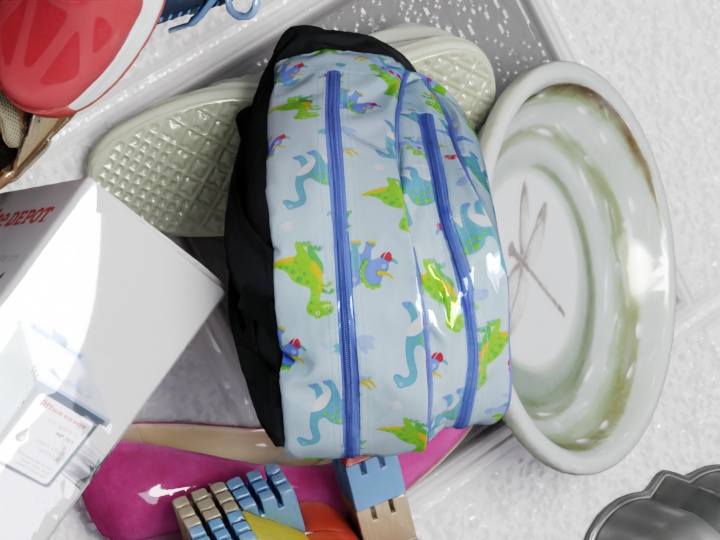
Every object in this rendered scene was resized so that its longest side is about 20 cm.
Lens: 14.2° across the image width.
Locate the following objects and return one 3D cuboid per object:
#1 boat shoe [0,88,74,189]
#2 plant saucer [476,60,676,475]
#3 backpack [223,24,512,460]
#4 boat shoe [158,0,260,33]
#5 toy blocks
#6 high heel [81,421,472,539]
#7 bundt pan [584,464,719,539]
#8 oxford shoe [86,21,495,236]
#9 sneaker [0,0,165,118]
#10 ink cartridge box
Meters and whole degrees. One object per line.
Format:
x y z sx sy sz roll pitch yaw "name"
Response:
-0.163 -0.074 1.289 0.076 0.072 0.200 44 72 -19 "boat shoe"
0.089 0.000 1.400 0.200 0.050 0.201 9 79 -56 "plant saucer"
0.000 0.000 1.242 0.153 0.200 0.163 7 110 10 "backpack"
-0.040 -0.164 1.263 0.200 0.069 0.084 -33 123 -1 "boat shoe"
-0.041 0.152 1.301 0.200 0.100 0.137 -21 121 -10 "toy blocks"
-0.037 0.073 1.353 0.200 0.067 0.096 -27 112 -11 "high heel"
0.196 0.200 1.461 0.202 0.076 0.202 0 89 -27 "bundt pan"
-0.034 -0.068 1.365 0.200 0.058 0.075 -19 119 -11 "oxford shoe"
-0.119 -0.159 1.186 0.078 0.116 0.200 25 99 17 "sneaker"
-0.166 0.064 1.244 0.086 0.146 0.200 39 73 -18 "ink cartridge box"
